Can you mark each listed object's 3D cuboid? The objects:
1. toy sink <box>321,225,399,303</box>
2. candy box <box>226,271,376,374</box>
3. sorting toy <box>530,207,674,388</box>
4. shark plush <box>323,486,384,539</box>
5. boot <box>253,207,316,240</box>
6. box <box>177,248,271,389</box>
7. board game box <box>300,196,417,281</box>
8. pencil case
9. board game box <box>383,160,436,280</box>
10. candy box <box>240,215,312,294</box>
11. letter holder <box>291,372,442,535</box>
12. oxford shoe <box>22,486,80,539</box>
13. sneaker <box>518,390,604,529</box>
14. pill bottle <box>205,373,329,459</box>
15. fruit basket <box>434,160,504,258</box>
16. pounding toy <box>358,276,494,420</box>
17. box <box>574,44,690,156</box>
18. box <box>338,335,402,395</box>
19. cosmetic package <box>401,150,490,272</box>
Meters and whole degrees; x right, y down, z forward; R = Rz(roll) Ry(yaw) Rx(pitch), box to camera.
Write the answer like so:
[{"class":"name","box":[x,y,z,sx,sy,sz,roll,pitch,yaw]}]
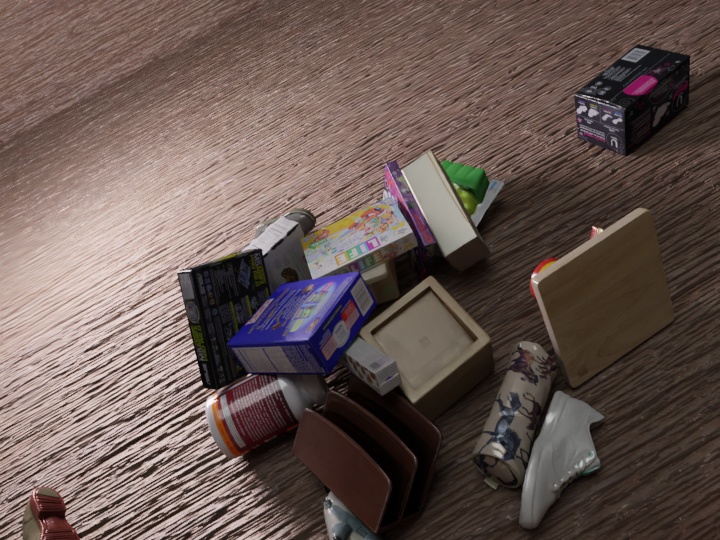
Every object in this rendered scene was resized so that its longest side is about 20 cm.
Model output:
[{"class":"toy sink","box":[0.000,0.000,1.173,0.127,0.114,0.203,-17,38,9]},{"class":"candy box","box":[-0.096,0.090,1.000,0.196,0.078,0.170,-7,32,40]},{"class":"sorting toy","box":[0.353,0.035,0.907,0.197,0.202,0.070,-31,26,-6]},{"class":"shark plush","box":[-0.011,0.364,0.884,0.081,0.094,0.200,-10,19,-11]},{"class":"boot","box":[-0.193,-0.037,1.335,0.178,0.073,0.203,-19,34,29]},{"class":"box","box":[-0.219,0.080,1.042,0.043,0.206,0.159,-3,12,39]},{"class":"board game box","box":[-0.007,-0.051,1.115,0.196,0.035,0.136,-25,38,-1]},{"class":"pencil case","box":[0.224,0.209,0.875,0.076,0.091,0.203,15,57,24]},{"class":"board game box","box":[0.091,-0.097,1.171,0.031,0.121,0.204,-14,59,-14]},{"class":"candy box","box":[-0.172,0.025,1.188,0.200,0.170,0.071,-44,40,-21]},{"class":"letter holder","box":[0.008,0.249,0.880,0.198,0.099,0.146,28,108,42]},{"class":"oxford shoe","box":[-0.530,0.469,1.027,0.076,0.070,0.200,-54,45,8]},{"class":"sneaker","box":[0.276,0.260,0.815,0.087,0.076,0.202,18,56,24]},{"class":"pill bottle","box":[-0.154,0.225,1.027,0.196,0.114,0.114,-27,42,-1]},{"class":"fruit basket","box":[0.175,-0.121,1.240,0.183,0.094,0.203,21,76,40]},{"class":"pounding toy","box":[0.111,0.119,1.003,0.182,0.144,0.201,-35,53,-9]},{"class":"box","box":[0.554,-0.350,1.237,0.198,0.116,0.132,-37,42,-13]},{"class":"box","box":[-0.001,0.136,0.943,0.041,0.040,0.199,-26,20,-20]},{"class":"cosmetic package","box":[0.159,-0.110,1.129,0.072,0.103,0.204,-31,64,14]}]
